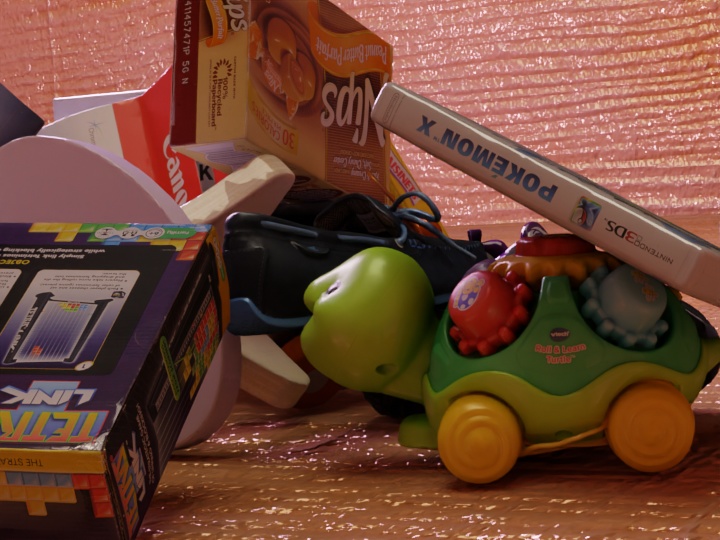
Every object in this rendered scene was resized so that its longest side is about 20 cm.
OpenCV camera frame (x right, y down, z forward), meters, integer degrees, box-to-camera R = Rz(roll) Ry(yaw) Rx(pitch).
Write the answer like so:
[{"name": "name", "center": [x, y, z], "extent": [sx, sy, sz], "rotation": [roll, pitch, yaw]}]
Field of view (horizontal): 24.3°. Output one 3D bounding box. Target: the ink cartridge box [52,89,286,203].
[{"name": "ink cartridge box", "center": [-0.129, -0.027, 1.162], "extent": [0.145, 0.203, 0.083], "rotation": [-3, 4, 26]}]

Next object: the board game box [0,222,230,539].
[{"name": "board game box", "center": [-0.170, 0.044, 0.705], "extent": [0.197, 0.057, 0.166], "rotation": [1, 34, 13]}]

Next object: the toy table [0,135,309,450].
[{"name": "toy table", "center": [-0.118, 0.013, 0.922], "extent": [0.184, 0.201, 0.117], "rotation": [-42, -20, 21]}]

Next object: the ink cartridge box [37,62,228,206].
[{"name": "ink cartridge box", "center": [-0.163, -0.036, 1.067], "extent": [0.047, 0.161, 0.200], "rotation": [15, -42, -42]}]

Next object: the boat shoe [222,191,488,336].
[{"name": "boat shoe", "center": [0.006, -0.010, 0.884], "extent": [0.083, 0.070, 0.199], "rotation": [-10, -2, 33]}]

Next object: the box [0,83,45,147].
[{"name": "box", "center": [-0.337, -0.071, 1.013], "extent": [0.123, 0.198, 0.201], "rotation": [-32, 22, 49]}]

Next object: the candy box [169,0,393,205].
[{"name": "candy box", "center": [-0.043, -0.109, 1.027], "extent": [0.055, 0.117, 0.200], "rotation": [-3, -12, 24]}]

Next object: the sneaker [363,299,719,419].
[{"name": "sneaker", "center": [0.101, 0.039, 0.922], "extent": [0.198, 0.071, 0.090], "rotation": [-5, 7, 18]}]

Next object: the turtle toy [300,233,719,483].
[{"name": "turtle toy", "center": [0.070, 0.036, 0.778], "extent": [0.197, 0.102, 0.146], "rotation": [-4, 4, 6]}]

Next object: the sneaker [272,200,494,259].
[{"name": "sneaker", "center": [0.000, 0.000, 1.063], "extent": [0.197, 0.075, 0.085], "rotation": [4, -22, -11]}]

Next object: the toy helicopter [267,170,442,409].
[{"name": "toy helicopter", "center": [0.026, 0.019, 1.019], "extent": [0.199, 0.133, 0.079], "rotation": [15, 25, -41]}]

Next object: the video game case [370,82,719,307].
[{"name": "video game case", "center": [0.124, -0.020, 0.772], "extent": [0.182, 0.022, 0.199], "rotation": [32, 8, 36]}]

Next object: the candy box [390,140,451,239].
[{"name": "candy box", "center": [-0.023, -0.087, 1.191], "extent": [0.102, 0.201, 0.026], "rotation": [-15, 24, 46]}]

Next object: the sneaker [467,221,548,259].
[{"name": "sneaker", "center": [0.140, 0.010, 1.175], "extent": [0.074, 0.089, 0.199], "rotation": [-8, 5, -42]}]
